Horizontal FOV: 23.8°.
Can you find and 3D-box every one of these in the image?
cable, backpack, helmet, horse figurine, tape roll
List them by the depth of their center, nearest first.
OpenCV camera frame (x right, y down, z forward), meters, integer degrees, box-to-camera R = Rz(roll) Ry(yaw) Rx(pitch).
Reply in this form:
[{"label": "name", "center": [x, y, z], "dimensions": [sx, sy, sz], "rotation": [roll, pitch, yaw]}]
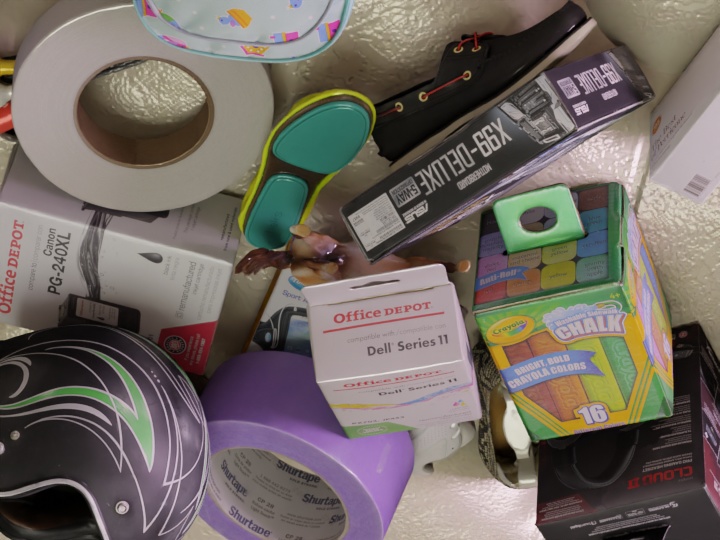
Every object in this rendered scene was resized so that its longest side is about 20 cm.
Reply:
[{"label": "backpack", "center": [-0.076, -0.233, 1.159], "dimensions": [0.175, 0.154, 0.200], "rotation": [4, 140, -2]}, {"label": "tape roll", "center": [-0.166, -0.130, 1.313], "dimensions": [0.202, 0.037, 0.203], "rotation": [-4, 132, -5]}, {"label": "cable", "center": [-0.236, -0.145, 1.329], "dimensions": [0.200, 0.050, 0.097], "rotation": [-10, 128, 18]}, {"label": "horse figurine", "center": [0.000, 0.000, 1.354], "dimensions": [0.199, 0.050, 0.133], "rotation": [10, 173, -7]}, {"label": "helmet", "center": [-0.215, 0.143, 1.379], "dimensions": [0.190, 0.200, 0.200], "rotation": [8, 133, 4]}, {"label": "tape roll", "center": [-0.059, 0.169, 1.495], "dimensions": [0.200, 0.085, 0.200], "rotation": [16, 139, 14]}]

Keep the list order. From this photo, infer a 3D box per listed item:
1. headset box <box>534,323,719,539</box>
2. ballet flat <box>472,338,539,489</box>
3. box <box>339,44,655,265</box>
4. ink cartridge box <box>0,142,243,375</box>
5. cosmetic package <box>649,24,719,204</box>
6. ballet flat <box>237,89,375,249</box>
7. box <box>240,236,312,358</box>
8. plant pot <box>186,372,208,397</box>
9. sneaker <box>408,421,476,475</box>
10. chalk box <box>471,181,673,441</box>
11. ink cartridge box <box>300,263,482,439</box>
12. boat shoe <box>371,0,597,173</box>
[{"label": "headset box", "center": [0.229, 0.156, 1.429], "dimensions": [0.149, 0.200, 0.077], "rotation": [-17, 128, 24]}, {"label": "ballet flat", "center": [0.137, 0.146, 1.516], "dimensions": [0.068, 0.075, 0.200], "rotation": [-17, 130, -1]}, {"label": "box", "center": [0.101, -0.087, 1.258], "dimensions": [0.200, 0.158, 0.050], "rotation": [-33, 86, 32]}, {"label": "ink cartridge box", "center": [-0.209, -0.009, 1.428], "dimensions": [0.200, 0.083, 0.145], "rotation": [14, 134, -5]}, {"label": "cosmetic package", "center": [0.278, -0.147, 1.224], "dimensions": [0.051, 0.083, 0.200], "rotation": [25, 131, -10]}, {"label": "ballet flat", "center": [-0.046, -0.094, 1.330], "dimensions": [0.067, 0.067, 0.200], "rotation": [18, 141, -16]}, {"label": "box", "center": [-0.029, 0.049, 1.485], "dimensions": [0.119, 0.042, 0.200], "rotation": [19, 130, -8]}, {"label": "plant pot", "center": [-0.234, 0.194, 1.540], "dimensions": [0.186, 0.200, 0.187], "rotation": [5, 132, 5]}, {"label": "sneaker", "center": [0.062, 0.117, 1.517], "dimensions": [0.099, 0.078, 0.200], "rotation": [12, 142, -11]}, {"label": "chalk box", "center": [0.165, 0.019, 1.364], "dimensions": [0.124, 0.124, 0.200], "rotation": [-13, 130, 20]}, {"label": "ink cartridge box", "center": [0.026, 0.067, 1.327], "dimensions": [0.117, 0.067, 0.200], "rotation": [-10, 157, 6]}, {"label": "boat shoe", "center": [0.084, -0.143, 1.260], "dimensions": [0.201, 0.074, 0.063], "rotation": [-32, 92, 34]}]
